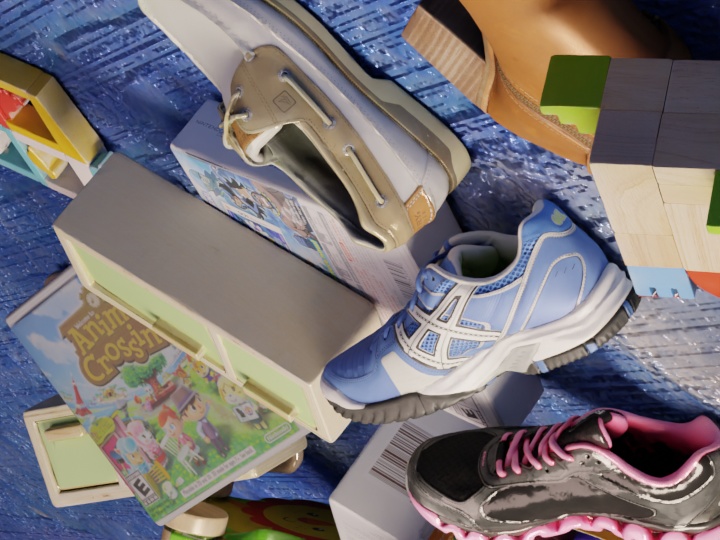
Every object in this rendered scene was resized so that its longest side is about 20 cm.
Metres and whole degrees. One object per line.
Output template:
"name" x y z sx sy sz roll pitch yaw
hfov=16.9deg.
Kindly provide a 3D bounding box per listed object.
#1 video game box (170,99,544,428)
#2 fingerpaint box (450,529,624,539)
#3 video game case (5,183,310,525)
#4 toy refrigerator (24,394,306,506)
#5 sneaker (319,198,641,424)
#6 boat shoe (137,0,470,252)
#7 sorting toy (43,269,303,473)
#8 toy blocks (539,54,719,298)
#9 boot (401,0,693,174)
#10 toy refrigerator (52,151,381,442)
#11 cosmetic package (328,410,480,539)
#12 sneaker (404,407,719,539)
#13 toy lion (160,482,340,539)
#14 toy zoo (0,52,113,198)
"video game box" 0.000 0.000 1.415 0.182 0.047 0.200 20 154 36
"fingerpaint box" 0.138 0.201 1.442 0.199 0.167 0.073 17 154 47
"video game case" -0.129 0.061 1.621 0.200 0.022 0.182 -34 94 42
"toy refrigerator" -0.143 0.114 1.729 0.199 0.070 0.076 -11 100 38
"sneaker" 0.053 0.022 1.287 0.199 0.076 0.077 -25 107 34
"boat shoe" -0.041 -0.089 1.252 0.200 0.069 0.075 36 160 6
"sorting toy" -0.140 0.071 1.837 0.200 0.037 0.185 50 157 -18
"toy blocks" 0.180 -0.023 0.963 0.199 0.100 0.137 3 150 20
"boot" 0.106 -0.095 0.997 0.154 0.074 0.200 35 167 0
"toy refrigerator" -0.083 0.017 1.431 0.199 0.070 0.076 30 159 24
"cosmetic package" 0.044 0.171 1.636 0.071 0.102 0.200 29 159 20
"sneaker" 0.120 0.107 1.360 0.199 0.079 0.096 2 141 14
"toy lion" -0.053 0.202 1.796 0.190 0.069 0.200 11 -173 -1
"toy zoo" -0.234 -0.103 1.625 0.199 0.020 0.131 24 156 34
